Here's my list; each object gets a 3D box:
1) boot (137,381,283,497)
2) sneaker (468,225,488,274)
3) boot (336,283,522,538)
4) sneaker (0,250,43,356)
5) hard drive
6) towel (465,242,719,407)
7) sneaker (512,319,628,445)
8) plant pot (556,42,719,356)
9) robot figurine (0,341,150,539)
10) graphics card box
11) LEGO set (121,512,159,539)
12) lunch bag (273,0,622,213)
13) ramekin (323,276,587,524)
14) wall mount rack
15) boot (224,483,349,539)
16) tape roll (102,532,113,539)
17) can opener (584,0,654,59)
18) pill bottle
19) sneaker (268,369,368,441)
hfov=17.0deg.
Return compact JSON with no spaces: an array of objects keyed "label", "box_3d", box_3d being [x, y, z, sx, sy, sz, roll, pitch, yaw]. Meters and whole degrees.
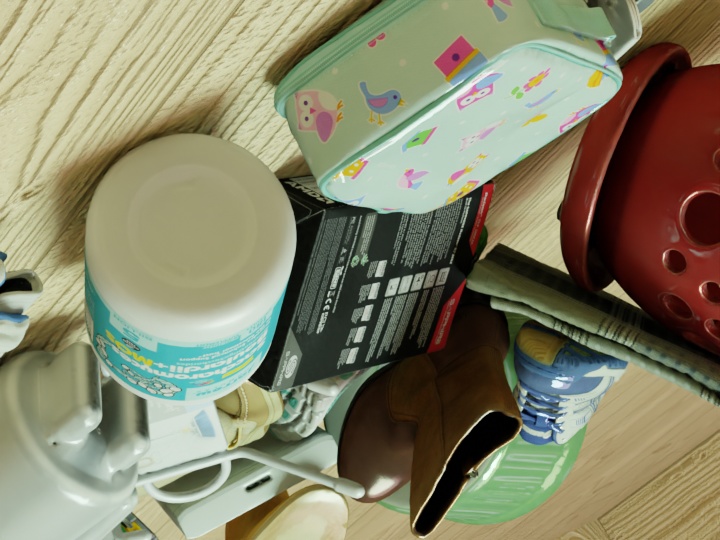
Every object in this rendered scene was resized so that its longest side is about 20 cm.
[{"label":"boot","box_3d":[-0.140,0.108,1.705,0.155,0.073,0.200,-26,169,-15]},{"label":"sneaker","box_3d":[0.009,0.004,1.658,0.200,0.078,0.085,-30,164,-44]},{"label":"boot","box_3d":[0.047,0.124,1.617,0.188,0.068,0.200,-48,-162,19]},{"label":"sneaker","box_3d":[-0.229,0.052,1.265,0.146,0.081,0.200,-23,160,-13]},{"label":"hard drive","box_3d":[-0.097,0.152,1.886,0.132,0.027,0.200,-28,-170,-9]},{"label":"towel","box_3d":[0.164,0.040,1.633,0.035,0.200,0.193,-65,174,8]},{"label":"sneaker","box_3d":[0.140,0.085,1.678,0.088,0.075,0.200,-66,166,5]},{"label":"plant pot","box_3d":[0.244,-0.048,1.614,0.201,0.182,0.201,-51,154,-37]},{"label":"robot figurine","box_3d":[-0.217,0.127,1.500,0.200,0.113,0.169,-36,126,25]},{"label":"graphics card box","box_3d":[0.000,0.000,1.522,0.200,0.051,0.126,-13,125,-56]},{"label":"LEGO set","box_3d":[-0.199,0.242,1.824,0.154,0.200,0.116,-46,159,-8]},{"label":"lunch bag","box_3d":[0.054,-0.103,1.320,0.160,0.077,0.200,-36,166,18]},{"label":"ramekin","box_3d":[0.065,0.096,1.841,0.200,0.200,0.098,-37,157,28]},{"label":"wall mount rack","box_3d":[-0.096,0.111,1.607,0.173,0.075,0.200,-15,140,-2]},{"label":"boot","box_3d":[-0.068,0.192,1.882,0.071,0.144,0.201,16,128,-17]},{"label":"tape roll","box_3d":[-0.266,0.211,1.665,0.202,0.071,0.203,-9,158,-4]},{"label":"can opener","box_3d":[0.112,-0.116,1.451,0.067,0.053,0.200,-18,163,-40]},{"label":"pill bottle","box_3d":[-0.097,0.009,1.330,0.111,0.111,0.200,-27,166,-14]},{"label":"sneaker","box_3d":[-0.019,0.062,1.794,0.091,0.078,0.200,-31,175,-37]}]
